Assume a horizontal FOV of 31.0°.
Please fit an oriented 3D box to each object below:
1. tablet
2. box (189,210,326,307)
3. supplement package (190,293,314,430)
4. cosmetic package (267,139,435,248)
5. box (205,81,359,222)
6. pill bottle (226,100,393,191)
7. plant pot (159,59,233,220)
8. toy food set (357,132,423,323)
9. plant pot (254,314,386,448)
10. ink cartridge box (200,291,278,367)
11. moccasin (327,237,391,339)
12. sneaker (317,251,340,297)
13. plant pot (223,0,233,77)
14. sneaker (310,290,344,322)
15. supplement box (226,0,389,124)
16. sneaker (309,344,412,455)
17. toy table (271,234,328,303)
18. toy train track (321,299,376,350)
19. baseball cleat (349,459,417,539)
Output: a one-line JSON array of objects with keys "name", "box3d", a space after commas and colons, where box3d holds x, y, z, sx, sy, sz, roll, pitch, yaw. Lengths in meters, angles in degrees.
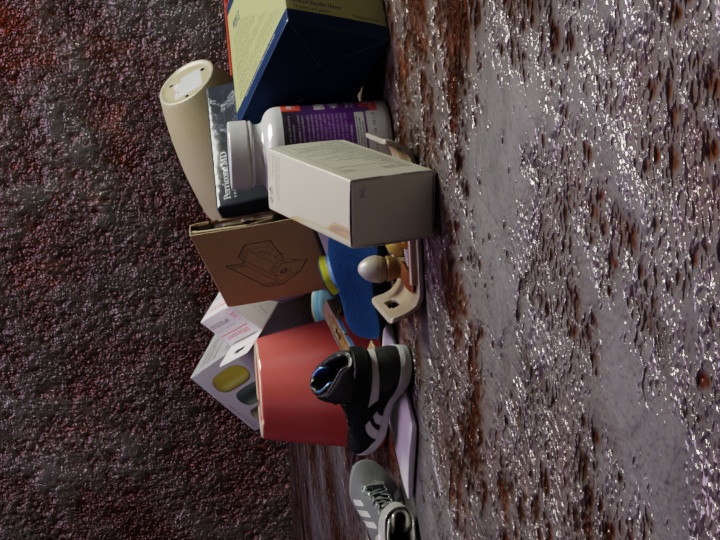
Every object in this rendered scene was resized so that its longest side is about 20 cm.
[{"name": "tablet", "box3d": [0.047, 0.174, 1.651, 0.201, 0.013, 0.132, -102, 10, -51]}, {"name": "box", "box3d": [-0.129, -0.017, 1.769, 0.201, 0.161, 0.022, 71, -169, -59]}, {"name": "supplement package", "box3d": [-0.147, 0.135, 2.139, 0.199, 0.151, 0.152, -33, 22, 46]}, {"name": "cosmetic package", "box3d": [-0.013, -0.084, 1.373, 0.199, 0.104, 0.072, 29, 123, 59]}, {"name": "box", "box3d": [-0.095, -0.159, 1.758, 0.118, 0.197, 0.199, 64, -165, -61]}, {"name": "pill bottle", "box3d": [-0.063, -0.147, 1.593, 0.111, 0.196, 0.113, 176, 90, -82]}, {"name": "plant pot", "box3d": [-0.207, -0.208, 1.935, 0.201, 0.185, 0.189, 56, -166, -39]}, {"name": "toy food set", "box3d": [0.028, -0.053, 1.478, 0.144, 0.059, 0.204, -133, 39, -79]}, {"name": "plant pot", "box3d": [-0.061, 0.162, 1.862, 0.200, 0.174, 0.204, 175, 90, -83]}, {"name": "ink cartridge box", "box3d": [-0.175, 0.042, 2.020, 0.115, 0.068, 0.201, -29, 28, 55]}, {"name": "moccasin", "box3d": [0.002, -0.009, 1.627, 0.068, 0.079, 0.202, -54, -29, -45]}, {"name": "sneaker", "box3d": [0.000, 0.000, 1.789, 0.200, 0.077, 0.067, 22, -132, -78]}, {"name": "plant pot", "box3d": [-0.117, -0.395, 1.976, 0.200, 0.173, 0.203, 100, 165, -64]}, {"name": "sneaker", "box3d": [-0.022, 0.097, 2.014, 0.090, 0.077, 0.204, 5, 103, 64]}, {"name": "supplement box", "box3d": [-0.072, -0.312, 1.630, 0.201, 0.132, 0.202, 125, 143, -50]}, {"name": "sneaker", "box3d": [-0.016, 0.156, 1.605, 0.201, 0.110, 0.074, 112, 154, -45]}, {"name": "toy table", "box3d": [-0.075, -0.038, 1.921, 0.185, 0.199, 0.117, 51, -177, 12]}, {"name": "toy train track", "box3d": [-0.002, 0.115, 1.745, 0.201, 0.032, 0.116, 60, 140, 41]}, {"name": "baseball cleat", "box3d": [0.037, 0.306, 1.655, 0.107, 0.069, 0.202, 102, 154, -44]}]
